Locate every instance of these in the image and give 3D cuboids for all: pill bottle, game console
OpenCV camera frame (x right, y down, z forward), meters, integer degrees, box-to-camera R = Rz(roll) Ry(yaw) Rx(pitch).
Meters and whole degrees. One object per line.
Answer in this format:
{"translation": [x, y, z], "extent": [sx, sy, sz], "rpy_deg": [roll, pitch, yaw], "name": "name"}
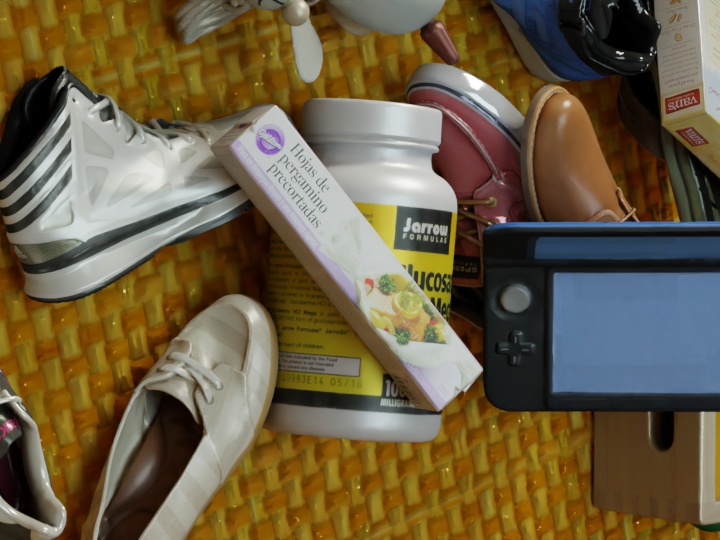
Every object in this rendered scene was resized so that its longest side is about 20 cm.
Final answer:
{"translation": [0.000, 0.000, 1.648], "extent": [0.112, 0.112, 0.201], "rpy_deg": [4, 90, -41], "name": "pill bottle"}
{"translation": [0.173, 0.029, 1.662], "extent": [0.118, 0.199, 0.171], "rpy_deg": [-82, 172, -66], "name": "game console"}

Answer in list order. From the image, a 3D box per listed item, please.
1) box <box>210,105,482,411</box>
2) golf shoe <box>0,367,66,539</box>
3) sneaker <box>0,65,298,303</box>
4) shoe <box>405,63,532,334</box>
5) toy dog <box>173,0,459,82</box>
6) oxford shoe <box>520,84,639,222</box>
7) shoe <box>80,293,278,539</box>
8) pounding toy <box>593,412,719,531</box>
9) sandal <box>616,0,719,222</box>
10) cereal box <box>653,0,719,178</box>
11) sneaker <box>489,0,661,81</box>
{"translation": [-0.007, -0.006, 1.564], "extent": [0.039, 0.041, 0.200], "rpy_deg": [-42, 102, -15], "name": "box"}
{"translation": [-0.216, 0.061, 1.479], "extent": [0.077, 0.088, 0.200], "rpy_deg": [-39, 115, -31], "name": "golf shoe"}
{"translation": [-0.124, -0.075, 1.559], "extent": [0.200, 0.076, 0.116], "rpy_deg": [-33, 115, -33], "name": "sneaker"}
{"translation": [0.078, -0.035, 1.742], "extent": [0.200, 0.071, 0.091], "rpy_deg": [53, 54, -35], "name": "shoe"}
{"translation": [0.000, -0.156, 1.614], "extent": [0.200, 0.132, 0.096], "rpy_deg": [-24, 79, -39], "name": "toy dog"}
{"translation": [0.156, -0.030, 1.734], "extent": [0.071, 0.071, 0.200], "rpy_deg": [-45, 127, -36], "name": "oxford shoe"}
{"translation": [-0.106, 0.101, 1.583], "extent": [0.200, 0.070, 0.053], "rpy_deg": [-65, 161, -15], "name": "shoe"}
{"translation": [0.273, 0.107, 1.876], "extent": [0.184, 0.142, 0.201], "rpy_deg": [-3, 94, -41], "name": "pounding toy"}
{"translation": [0.203, -0.104, 1.853], "extent": [0.080, 0.057, 0.201], "rpy_deg": [-20, 101, -63], "name": "sandal"}
{"translation": [0.241, -0.162, 1.840], "extent": [0.144, 0.039, 0.200], "rpy_deg": [34, 49, -51], "name": "cereal box"}
{"translation": [0.117, -0.196, 1.741], "extent": [0.200, 0.111, 0.077], "rpy_deg": [50, 62, -31], "name": "sneaker"}
